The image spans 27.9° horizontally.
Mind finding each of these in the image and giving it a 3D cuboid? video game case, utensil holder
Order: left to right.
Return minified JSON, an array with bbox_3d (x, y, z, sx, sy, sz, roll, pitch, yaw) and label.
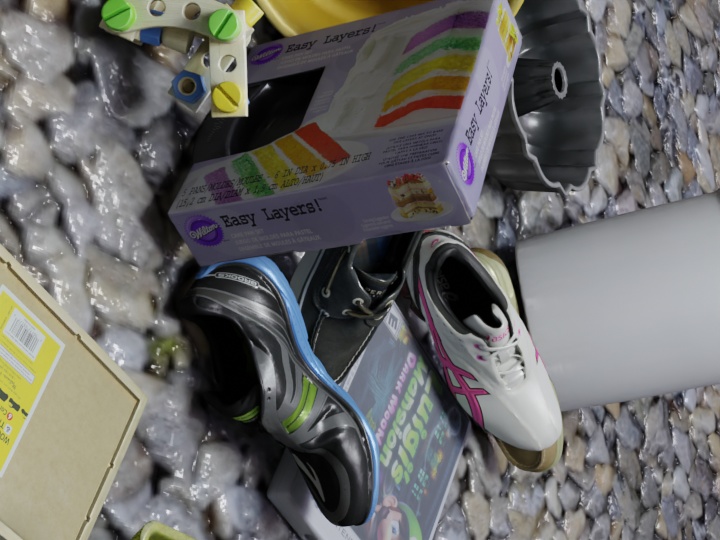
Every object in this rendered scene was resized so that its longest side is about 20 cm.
[{"bbox_3d":[0.014,0.138,1.082,0.182,0.023,0.200,57,41,-37],"label":"video game case"},{"bbox_3d":[0.250,0.028,1.265,0.170,0.200,0.170,-13,90,-78],"label":"utensil holder"}]

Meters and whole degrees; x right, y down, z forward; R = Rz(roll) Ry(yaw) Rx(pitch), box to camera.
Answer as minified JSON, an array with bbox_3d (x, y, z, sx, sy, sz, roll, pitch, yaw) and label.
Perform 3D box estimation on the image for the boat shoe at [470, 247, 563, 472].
[{"bbox_3d":[0.110,0.083,1.199,0.063,0.073,0.201,-33,111,-47],"label":"boat shoe"}]

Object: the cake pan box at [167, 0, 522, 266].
[{"bbox_3d":[-0.008,-0.091,0.911,0.052,0.200,0.184,62,34,-33],"label":"cake pan box"}]

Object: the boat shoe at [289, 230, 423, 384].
[{"bbox_3d":[0.000,0.000,0.968,0.069,0.057,0.200,3,116,-35],"label":"boat shoe"}]

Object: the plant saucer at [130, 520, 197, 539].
[{"bbox_3d":[-0.104,0.270,0.855,0.200,0.048,0.200,39,54,-49],"label":"plant saucer"}]

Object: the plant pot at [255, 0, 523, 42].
[{"bbox_3d":[0.028,-0.264,1.017,0.189,0.201,0.201,-75,146,-55],"label":"plant pot"}]

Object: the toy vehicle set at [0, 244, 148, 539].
[{"bbox_3d":[-0.196,0.062,0.756,0.200,0.026,0.124,54,44,-39],"label":"toy vehicle set"}]

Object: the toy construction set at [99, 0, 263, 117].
[{"bbox_3d":[-0.089,-0.198,0.857,0.092,0.131,0.200,106,8,-79],"label":"toy construction set"}]

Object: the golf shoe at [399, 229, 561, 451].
[{"bbox_3d":[0.094,0.060,1.112,0.073,0.092,0.200,-35,99,-7],"label":"golf shoe"}]

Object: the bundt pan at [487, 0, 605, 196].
[{"bbox_3d":[0.142,-0.162,1.272,0.202,0.076,0.202,12,76,-57],"label":"bundt pan"}]

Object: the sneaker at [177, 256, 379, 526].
[{"bbox_3d":[-0.056,0.084,0.934,0.083,0.071,0.200,-40,107,-39],"label":"sneaker"}]
